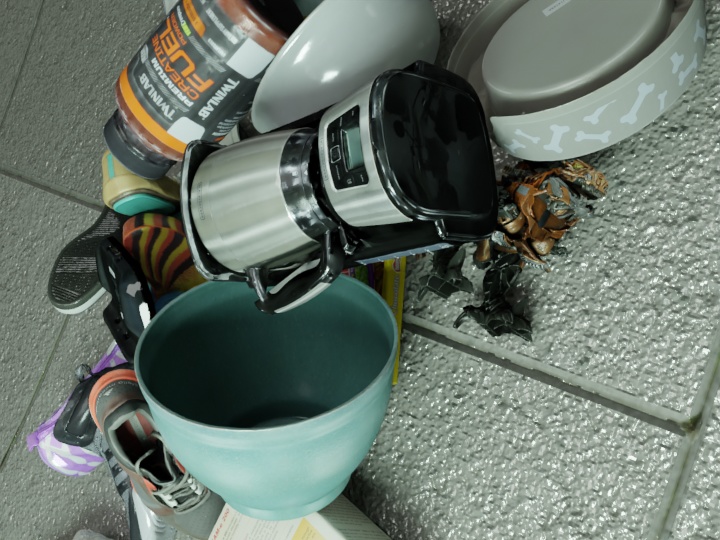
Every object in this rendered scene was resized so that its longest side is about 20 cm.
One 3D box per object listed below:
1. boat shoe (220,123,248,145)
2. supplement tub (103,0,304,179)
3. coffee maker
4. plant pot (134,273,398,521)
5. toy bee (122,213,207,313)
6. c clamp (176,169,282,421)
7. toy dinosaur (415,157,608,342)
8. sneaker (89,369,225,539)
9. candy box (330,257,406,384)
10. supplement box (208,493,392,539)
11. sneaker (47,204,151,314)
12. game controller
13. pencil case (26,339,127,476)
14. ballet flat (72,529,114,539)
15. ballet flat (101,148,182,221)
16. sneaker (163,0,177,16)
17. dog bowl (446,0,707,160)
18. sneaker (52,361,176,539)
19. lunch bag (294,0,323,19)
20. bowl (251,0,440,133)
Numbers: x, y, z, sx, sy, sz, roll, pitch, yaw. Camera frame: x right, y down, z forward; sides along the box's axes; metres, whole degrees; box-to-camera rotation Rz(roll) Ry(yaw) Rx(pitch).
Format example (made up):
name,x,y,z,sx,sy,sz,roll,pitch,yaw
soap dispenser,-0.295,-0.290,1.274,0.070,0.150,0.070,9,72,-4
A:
name,x,y,z,sx,sy,sz,roll,pitch,yaw
boat shoe,-0.136,-0.117,0.908,0.074,0.060,0.200,-41,52,-2
supplement tub,-0.143,-0.170,0.741,0.200,0.106,0.108,-41,53,26
coffee maker,-0.003,-0.068,0.618,0.198,0.192,0.137,-12,105,37
plant pot,-0.066,0.107,0.664,0.199,0.198,0.136,30,134,42
toy bee,-0.158,0.025,0.844,0.107,0.202,0.132,-19,50,-8
c clamp,-0.115,0.029,0.771,0.027,0.169,0.203,-32,42,58
toy dinosaur,0.108,-0.025,0.665,0.200,0.101,0.138,131,161,-68
sneaker,-0.173,0.183,0.746,0.077,0.201,0.082,-36,27,-7
candy box,0.000,0.000,0.758,0.101,0.026,0.204,-10,71,52
supplement box,-0.038,0.255,0.686,0.199,0.073,0.128,32,96,42
sneaker,-0.262,-0.007,0.928,0.082,0.122,0.202,12,52,17
game controller,-0.206,0.032,0.759,0.199,0.041,0.106,-155,60,-63
pencil case,-0.274,0.137,0.920,0.201,0.085,0.084,-49,48,17
ballet flat,-0.313,0.317,0.907,0.199,0.071,0.073,-32,57,28
ballet flat,-0.201,-0.077,0.861,0.068,0.200,0.064,-22,76,5
sneaker,-0.193,-0.274,1.005,0.114,0.080,0.202,27,100,38
dog bowl,0.163,-0.165,0.630,0.198,0.059,0.202,-24,38,20
sneaker,-0.242,0.188,0.844,0.112,0.075,0.204,-3,87,12
lunch bag,-0.067,-0.264,0.849,0.201,0.121,0.171,-50,38,11
bowl,0.005,-0.165,0.745,0.091,0.201,0.201,47,109,8
